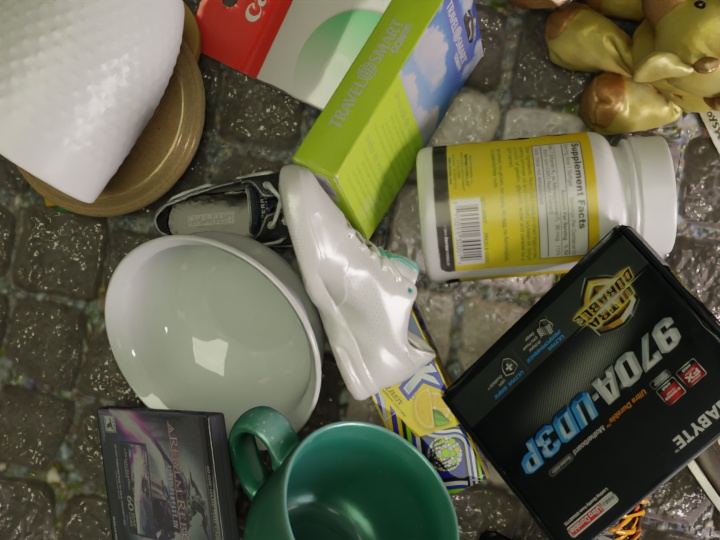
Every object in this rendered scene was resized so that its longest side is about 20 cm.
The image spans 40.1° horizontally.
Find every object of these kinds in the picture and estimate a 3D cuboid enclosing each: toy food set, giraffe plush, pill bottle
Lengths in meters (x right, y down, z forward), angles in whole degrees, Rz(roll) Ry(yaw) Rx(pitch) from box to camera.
[{"bbox_3d":[-0.232,-0.148,0.882,0.196,0.049,0.202,-8,90,9],"label":"toy food set"},{"bbox_3d":[0.252,-0.178,0.770,0.173,0.162,0.200,-45,85,4],"label":"giraffe plush"},{"bbox_3d":[0.148,-0.053,0.807,0.198,0.114,0.116,-4,90,6],"label":"pill bottle"}]

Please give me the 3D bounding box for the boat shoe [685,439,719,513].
[{"bbox_3d":[0.281,0.129,0.813,0.060,0.072,0.202,-37,84,9],"label":"boat shoe"}]

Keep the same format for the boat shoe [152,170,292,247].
[{"bbox_3d":[-0.082,-0.054,0.857,0.198,0.068,0.073,-5,90,6],"label":"boat shoe"}]

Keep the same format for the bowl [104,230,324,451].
[{"bbox_3d":[-0.108,0.046,0.832,0.199,0.090,0.203,11,118,20],"label":"bowl"}]

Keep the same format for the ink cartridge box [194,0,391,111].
[{"bbox_3d":[-0.042,-0.233,0.864,0.199,0.050,0.162,26,93,4],"label":"ink cartridge box"}]

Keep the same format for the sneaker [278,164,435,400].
[{"bbox_3d":[0.000,0.000,0.759,0.088,0.075,0.201,-21,117,2],"label":"sneaker"}]

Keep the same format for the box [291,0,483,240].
[{"bbox_3d":[0.028,-0.136,0.797,0.047,0.122,0.201,26,76,22],"label":"box"}]

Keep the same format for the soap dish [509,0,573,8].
[{"bbox_3d":[0.187,-0.292,0.788,0.200,0.157,0.081,-39,103,6],"label":"soap dish"}]

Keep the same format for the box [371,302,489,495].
[{"bbox_3d":[0.040,0.091,0.842,0.064,0.070,0.201,-25,87,6],"label":"box"}]

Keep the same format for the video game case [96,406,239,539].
[{"bbox_3d":[-0.164,0.188,0.826,0.199,0.019,0.144,-7,90,51],"label":"video game case"}]

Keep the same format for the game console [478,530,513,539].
[{"bbox_3d":[0.144,0.318,0.778,0.031,0.200,0.179,1,91,-27],"label":"game console"}]

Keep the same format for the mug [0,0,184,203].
[{"bbox_3d":[-0.242,-0.179,0.798,0.200,0.147,0.176,35,91,37],"label":"mug"}]

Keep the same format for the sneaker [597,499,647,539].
[{"bbox_3d":[0.202,0.175,0.799,0.078,0.077,0.202,-17,104,-37],"label":"sneaker"}]

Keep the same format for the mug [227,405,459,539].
[{"bbox_3d":[-0.020,0.198,0.776,0.151,0.115,0.186,-2,57,-33],"label":"mug"}]

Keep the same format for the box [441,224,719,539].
[{"bbox_3d":[0.180,0.091,0.741,0.200,0.046,0.159,-46,68,20],"label":"box"}]
